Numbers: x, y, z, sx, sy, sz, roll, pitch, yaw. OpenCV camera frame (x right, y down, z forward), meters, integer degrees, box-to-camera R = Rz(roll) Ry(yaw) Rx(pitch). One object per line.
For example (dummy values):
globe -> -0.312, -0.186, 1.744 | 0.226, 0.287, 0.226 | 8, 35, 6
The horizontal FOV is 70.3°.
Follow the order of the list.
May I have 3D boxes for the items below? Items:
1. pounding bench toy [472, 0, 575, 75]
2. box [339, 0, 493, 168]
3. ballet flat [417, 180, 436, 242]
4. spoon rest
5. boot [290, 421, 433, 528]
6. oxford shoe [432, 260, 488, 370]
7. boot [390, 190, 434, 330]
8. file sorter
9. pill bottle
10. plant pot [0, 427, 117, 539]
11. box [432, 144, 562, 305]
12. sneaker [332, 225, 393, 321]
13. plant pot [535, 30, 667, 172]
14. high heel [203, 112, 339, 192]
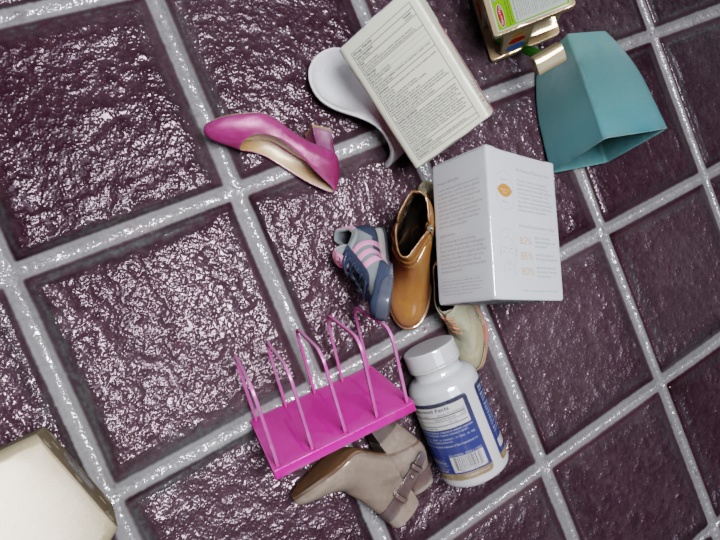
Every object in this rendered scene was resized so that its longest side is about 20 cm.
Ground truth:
pounding bench toy -> 0.269, -0.406, 0.841 | 0.122, 0.156, 0.203 | -17, 91, 13
box -> 0.086, -0.272, 0.738 | 0.127, 0.109, 0.201 | -31, 97, 26
ballet flat -> 0.151, -0.056, 0.827 | 0.066, 0.057, 0.202 | -28, 95, -10
spoon rest -> 0.001, -0.255, 0.792 | 0.099, 0.060, 0.200 | -44, 101, -17
boot -> 0.016, 0.313, 0.745 | 0.199, 0.070, 0.147 | -36, 100, -18
oxford shoe -> 0.146, 0.070, 0.793 | 0.073, 0.070, 0.203 | -24, 104, -42
boot -> 0.075, -0.012, 0.735 | 0.075, 0.155, 0.204 | 11, 89, 6
file sorter -> -0.054, 0.145, 0.682 | 0.197, 0.139, 0.127 | -20, 107, -19
pill bottle -> 0.138, 0.207, 0.773 | 0.110, 0.111, 0.203 | -23, 93, -19
plant pot -> -0.382, 0.286, 0.551 | 0.177, 0.199, 0.201 | -41, 99, -28
box -> 0.194, -0.054, 0.730 | 0.150, 0.106, 0.204 | 4, 81, -35
sneaker -> 0.000, 0.000, 0.718 | 0.081, 0.201, 0.071 | 6, 119, -8
plant pot -> 0.400, -0.301, 0.897 | 0.139, 0.141, 0.203 | -12, 82, -19
high heel -> -0.123, -0.164, 0.738 | 0.197, 0.067, 0.098 | 1, 74, -32
